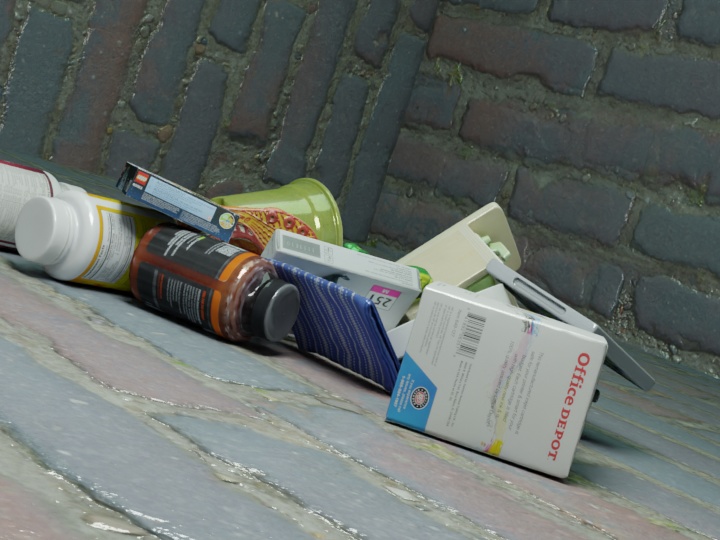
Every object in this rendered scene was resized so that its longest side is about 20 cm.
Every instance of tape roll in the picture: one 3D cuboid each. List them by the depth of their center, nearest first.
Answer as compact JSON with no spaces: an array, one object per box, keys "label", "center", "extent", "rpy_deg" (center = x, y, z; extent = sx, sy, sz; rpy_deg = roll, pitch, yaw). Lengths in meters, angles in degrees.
[{"label":"tape roll","center":[0.094,0.071,1.684],"extent":[0.201,0.037,0.203],"rpy_deg":[-23,-5,-2]}]

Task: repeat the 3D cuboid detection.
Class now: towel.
[{"label":"towel","center":[-0.033,0.066,1.597],"extent":[0.199,0.024,0.146],"rpy_deg":[21,-37,45]}]

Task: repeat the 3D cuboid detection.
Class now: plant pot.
[{"label":"plant pot","center":[-0.159,-0.051,2.194],"extent":[0.183,0.203,0.200],"rpy_deg":[-2,16,-40]}]

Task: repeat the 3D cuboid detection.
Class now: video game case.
[{"label":"video game case","center":[0.265,0.069,1.704],"extent":[0.182,0.022,0.200],"rpy_deg":[36,-1,40]}]

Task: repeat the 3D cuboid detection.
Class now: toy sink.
[{"label":"toy sink","center":[0.146,0.026,1.857],"extent":[0.112,0.199,0.131],"rpy_deg":[52,-9,48]}]

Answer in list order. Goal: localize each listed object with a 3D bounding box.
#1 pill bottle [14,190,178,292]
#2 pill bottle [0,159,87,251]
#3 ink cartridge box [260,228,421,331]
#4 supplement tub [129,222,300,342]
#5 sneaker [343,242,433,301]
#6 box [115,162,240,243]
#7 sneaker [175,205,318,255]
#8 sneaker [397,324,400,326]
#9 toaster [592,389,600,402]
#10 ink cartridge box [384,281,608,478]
[{"label":"pill bottle","center":[-0.321,-0.035,1.665],"extent":[0.109,0.110,0.199],"rpy_deg":[21,5,40]},{"label":"pill bottle","center":[-0.450,-0.083,1.735],"extent":[0.199,0.111,0.109],"rpy_deg":[13,6,-46]},{"label":"ink cartridge box","center":[-0.048,0.040,1.724],"extent":[0.198,0.174,0.044],"rpy_deg":[16,44,-20]},{"label":"supplement tub","center":[-0.170,0.020,1.606],"extent":[0.199,0.108,0.107],"rpy_deg":[21,5,28]},{"label":"sneaker","center":[0.000,0.000,1.792],"extent":[0.198,0.084,0.074],"rpy_deg":[2,-32,20]},{"label":"box","center":[-0.232,-0.088,1.701],"extent":[0.136,0.038,0.200],"rpy_deg":[25,0,-16]},{"label":"sneaker","center":[-0.153,-0.058,1.857],"extent":[0.198,0.074,0.077],"rpy_deg":[14,3,-5]},{"label":"sneaker","center":[0.040,0.043,1.975],"extent":[0.082,0.073,0.200],"rpy_deg":[58,-10,24]},{"label":"toaster","center":[0.210,0.129,1.756],"extent":[0.198,0.115,0.129],"rpy_deg":[17,1,4]},{"label":"ink cartridge box","center":[0.147,0.112,1.442],"extent":[0.198,0.149,0.145],"rpy_deg":[18,4,7]}]
